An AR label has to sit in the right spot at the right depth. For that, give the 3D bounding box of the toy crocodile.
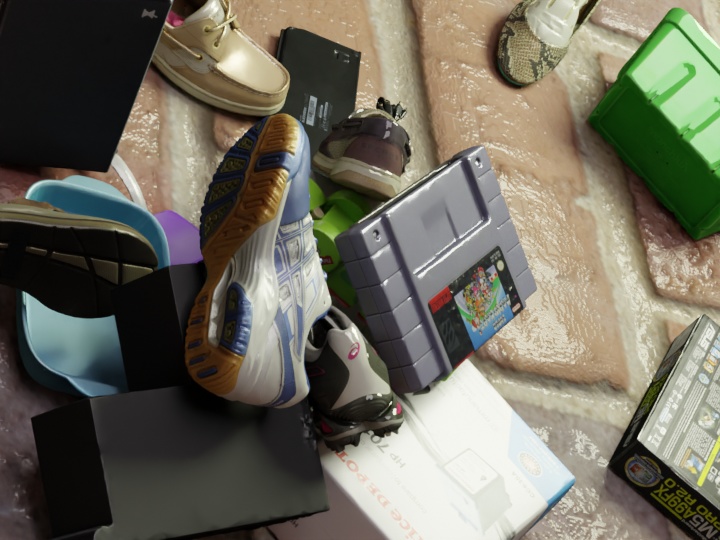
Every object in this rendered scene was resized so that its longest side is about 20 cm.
[{"bbox_3d":[0.002,0.005,1.613,0.200,0.062,0.068,45,38,-5],"label":"toy crocodile"}]

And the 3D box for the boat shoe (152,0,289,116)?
[{"bbox_3d":[-0.139,-0.200,1.770,0.200,0.069,0.074,30,43,-12],"label":"boat shoe"}]

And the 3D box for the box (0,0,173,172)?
[{"bbox_3d":[-0.229,-0.214,1.601,0.123,0.200,0.199,3,52,-21],"label":"box"}]

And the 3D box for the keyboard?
[{"bbox_3d":[-0.022,-0.122,1.835,0.127,0.021,0.200,21,46,-14],"label":"keyboard"}]

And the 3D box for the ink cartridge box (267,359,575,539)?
[{"bbox_3d":[0.044,0.165,1.589,0.146,0.086,0.200,47,39,9],"label":"ink cartridge box"}]

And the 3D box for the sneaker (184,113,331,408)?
[{"bbox_3d":[-0.060,-0.004,1.453,0.088,0.075,0.201,25,70,-39],"label":"sneaker"}]

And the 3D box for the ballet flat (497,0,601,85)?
[{"bbox_3d":[0.192,-0.252,2.073,0.068,0.075,0.200,42,41,-1],"label":"ballet flat"}]

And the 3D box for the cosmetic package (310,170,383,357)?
[{"bbox_3d":[0.000,0.000,1.708,0.199,0.071,0.102,23,44,-20],"label":"cosmetic package"}]

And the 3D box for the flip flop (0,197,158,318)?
[{"bbox_3d":[-0.233,-0.019,1.491,0.199,0.081,0.058,10,33,-26],"label":"flip flop"}]

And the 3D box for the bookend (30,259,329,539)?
[{"bbox_3d":[-0.140,0.087,1.459,0.200,0.092,0.200,-6,81,-41],"label":"bookend"}]

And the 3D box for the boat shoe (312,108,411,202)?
[{"bbox_3d":[0.007,-0.093,1.666,0.072,0.065,0.200,24,3,-5],"label":"boat shoe"}]

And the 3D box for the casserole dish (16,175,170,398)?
[{"bbox_3d":[-0.198,0.020,1.560,0.121,0.039,0.201,16,48,-28],"label":"casserole dish"}]

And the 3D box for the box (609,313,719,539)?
[{"bbox_3d":[0.314,0.150,1.847,0.160,0.044,0.200,40,41,-3],"label":"box"}]

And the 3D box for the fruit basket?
[{"bbox_3d":[0.345,-0.150,2.067,0.215,0.156,0.216,9,62,-16],"label":"fruit basket"}]

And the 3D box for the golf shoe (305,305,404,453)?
[{"bbox_3d":[-0.027,0.060,1.554,0.077,0.200,0.088,-19,108,-19],"label":"golf shoe"}]

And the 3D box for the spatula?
[{"bbox_3d":[-0.185,-0.074,1.664,0.200,0.021,0.056,50,43,10],"label":"spatula"}]

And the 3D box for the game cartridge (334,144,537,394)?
[{"bbox_3d":[0.062,-0.002,1.587,0.200,0.038,0.130,-37,104,-53],"label":"game cartridge"}]
